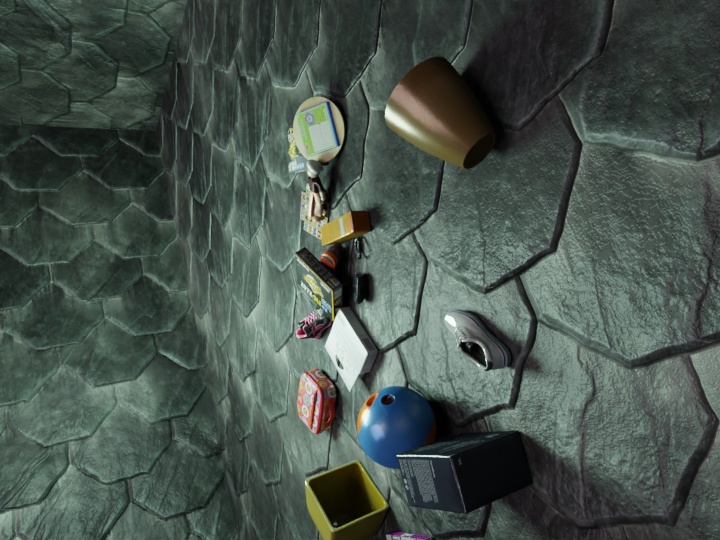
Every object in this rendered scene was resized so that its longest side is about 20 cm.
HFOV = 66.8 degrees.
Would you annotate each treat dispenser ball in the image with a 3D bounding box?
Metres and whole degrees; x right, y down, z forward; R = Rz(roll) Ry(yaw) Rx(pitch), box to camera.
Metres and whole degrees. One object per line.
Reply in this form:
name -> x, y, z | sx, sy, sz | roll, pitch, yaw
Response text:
treat dispenser ball -> 0.091, 0.394, 1.377 | 0.201, 0.201, 0.201 | 15, 107, 57

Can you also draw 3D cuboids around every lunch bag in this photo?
lunch bag -> -0.145, 0.460, 1.892 | 0.176, 0.082, 0.200 | 36, 126, 46

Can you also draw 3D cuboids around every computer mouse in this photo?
computer mouse -> 0.000, 0.000, 1.629 | 0.059, 0.034, 0.200 | -170, 81, -74

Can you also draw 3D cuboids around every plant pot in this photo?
plant pot -> -0.054, 0.754, 1.692 | 0.196, 0.194, 0.200 | 45, 136, 46
plant pot -> 0.184, -0.312, 1.156 | 0.200, 0.186, 0.186 | 50, 137, 23

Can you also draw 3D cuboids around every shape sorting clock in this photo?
shape sorting clock -> -0.129, -0.436, 1.701 | 0.200, 0.039, 0.200 | 8, 106, 28

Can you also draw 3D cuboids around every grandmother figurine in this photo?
grandmother figurine -> -0.144, -0.257, 1.745 | 0.121, 0.061, 0.200 | 33, 136, 42

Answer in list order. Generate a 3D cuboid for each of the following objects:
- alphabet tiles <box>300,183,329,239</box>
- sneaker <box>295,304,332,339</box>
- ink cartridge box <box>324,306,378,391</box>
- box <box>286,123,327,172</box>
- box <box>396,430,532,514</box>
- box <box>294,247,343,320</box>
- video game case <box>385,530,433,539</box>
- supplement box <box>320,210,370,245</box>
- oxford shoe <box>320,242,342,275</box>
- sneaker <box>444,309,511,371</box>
alphabet tiles -> -0.159, -0.203, 1.867 | 0.200, 0.006, 0.167 | 31, 120, 52
sneaker -> -0.162, 0.175, 1.852 | 0.200, 0.095, 0.079 | -59, 45, 42
ink cartridge box -> -0.032, 0.243, 1.700 | 0.200, 0.045, 0.176 | 55, 137, 39
box -> -0.182, -0.418, 1.830 | 0.200, 0.049, 0.162 | 5, 101, 56
box -> 0.220, 0.428, 1.178 | 0.200, 0.196, 0.118 | -30, 70, 56
box -> -0.131, 0.044, 1.740 | 0.200, 0.049, 0.160 | 44, 153, 28
video game case -> 0.155, 0.820, 1.500 | 0.200, 0.036, 0.182 | -33, 69, 55
supplement box -> -0.049, -0.125, 1.647 | 0.200, 0.066, 0.069 | -21, 77, 57
oxford shoe -> -0.093, -0.021, 1.753 | 0.071, 0.073, 0.200 | 38, 153, 2
sneaker -> 0.243, 0.149, 1.213 | 0.200, 0.071, 0.073 | 40, 127, 49
